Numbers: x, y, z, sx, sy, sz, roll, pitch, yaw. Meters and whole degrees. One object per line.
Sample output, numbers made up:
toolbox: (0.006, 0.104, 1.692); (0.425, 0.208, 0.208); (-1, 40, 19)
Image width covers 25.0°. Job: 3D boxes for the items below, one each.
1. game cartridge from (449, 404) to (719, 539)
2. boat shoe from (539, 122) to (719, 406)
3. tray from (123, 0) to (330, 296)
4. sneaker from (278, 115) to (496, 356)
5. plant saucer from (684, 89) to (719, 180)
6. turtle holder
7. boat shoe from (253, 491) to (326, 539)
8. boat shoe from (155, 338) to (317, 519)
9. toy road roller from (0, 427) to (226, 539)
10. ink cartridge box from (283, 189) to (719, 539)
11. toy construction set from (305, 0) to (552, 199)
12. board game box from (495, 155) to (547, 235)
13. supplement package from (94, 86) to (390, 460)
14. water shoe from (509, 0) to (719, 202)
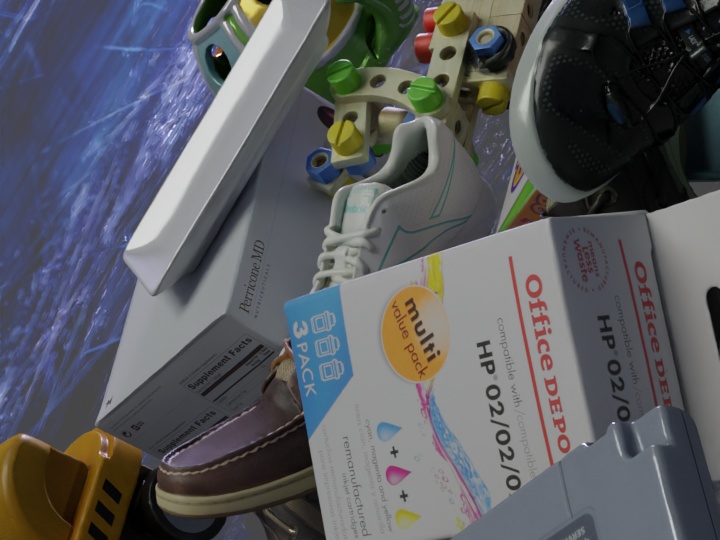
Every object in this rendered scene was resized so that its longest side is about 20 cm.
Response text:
game cartridge: (0.050, 0.149, 0.537); (0.200, 0.041, 0.133); (-42, 45, 36)
boat shoe: (0.109, -0.026, 0.706); (0.072, 0.066, 0.201); (-41, 44, 44)
tray: (-0.077, -0.078, 0.976); (0.200, 0.022, 0.107); (-59, 23, 2)
sneaker: (0.000, 0.000, 0.870); (0.070, 0.080, 0.200); (10, 55, 35)
plant saucer: (0.174, -0.071, 0.696); (0.200, 0.019, 0.070); (6, 83, 65)
turtle holder: (-0.042, -0.161, 1.149); (0.141, 0.132, 0.185); (-60, 22, -1)
boat shoe: (-0.024, 0.129, 0.831); (0.200, 0.074, 0.073); (0, 73, 63)
boat shoe: (-0.015, 0.051, 0.776); (0.200, 0.072, 0.072); (-24, 17, -24)
toy road roller: (-0.187, 0.190, 1.014); (0.123, 0.146, 0.200); (-34, 34, 48)
ink cartridge box: (0.065, 0.045, 0.659); (0.200, 0.068, 0.115); (-19, 80, 45)
toy construction set: (0.039, -0.139, 0.965); (0.131, 0.092, 0.200); (-2, 70, 28)
board game box: (0.112, -0.096, 0.851); (0.096, 0.030, 0.200); (122, 165, -61)
supplement package: (-0.063, 0.009, 1.017); (0.156, 0.111, 0.200); (-39, 31, 42)
water shoe: (0.138, -0.109, 0.649); (0.200, 0.072, 0.079); (-49, 24, -14)
